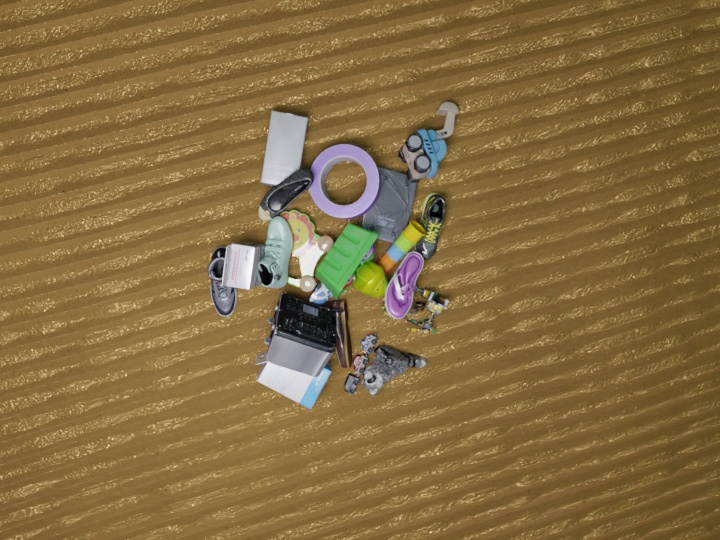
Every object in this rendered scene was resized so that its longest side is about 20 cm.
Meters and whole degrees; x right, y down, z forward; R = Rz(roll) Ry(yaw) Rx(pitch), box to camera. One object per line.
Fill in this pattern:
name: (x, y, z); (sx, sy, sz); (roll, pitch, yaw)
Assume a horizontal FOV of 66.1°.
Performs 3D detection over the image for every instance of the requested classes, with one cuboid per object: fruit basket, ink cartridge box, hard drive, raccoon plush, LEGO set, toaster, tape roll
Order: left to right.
ink cartridge box: (-0.311, -0.014, 1.505); (0.067, 0.200, 0.117); (8, 96, 3)
ink cartridge box: (-0.201, 0.281, 1.592); (0.199, 0.129, 0.126); (30, 91, -9)
toaster: (-0.154, 0.171, 1.506); (0.198, 0.182, 0.119); (20, 122, -15)
tape roll: (-0.042, -0.246, 1.554); (0.198, 0.085, 0.203); (0, 92, 6)
fruit basket: (0.000, 0.000, 1.535); (0.213, 0.156, 0.218); (1, 79, -6)
hard drive: (0.081, -0.188, 1.618); (0.133, 0.042, 0.202); (14, 95, -9)
raccoon plush: (0.097, 0.313, 1.647); (0.198, 0.097, 0.135); (19, 102, -19)
LEGO set: (0.162, 0.104, 1.623); (0.199, 0.116, 0.155); (34, 91, -9)

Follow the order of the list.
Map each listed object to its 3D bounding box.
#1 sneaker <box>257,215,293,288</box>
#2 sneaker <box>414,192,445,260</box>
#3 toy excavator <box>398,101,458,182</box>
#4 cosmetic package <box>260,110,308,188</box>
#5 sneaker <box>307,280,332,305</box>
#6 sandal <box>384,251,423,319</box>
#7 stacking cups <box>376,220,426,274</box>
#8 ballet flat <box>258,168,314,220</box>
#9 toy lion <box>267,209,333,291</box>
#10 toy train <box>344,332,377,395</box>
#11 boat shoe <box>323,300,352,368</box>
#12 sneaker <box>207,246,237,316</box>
sneaker: (-0.236, -0.050, 1.516); (0.073, 0.118, 0.203); (1, 93, 12)
sneaker: (0.203, -0.129, 1.619); (0.074, 0.085, 0.202); (7, 96, -7)
toy excavator: (0.209, -0.368, 1.582); (0.198, 0.100, 0.196); (-17, 81, -15)
cosmetic package: (-0.213, -0.332, 1.544); (0.106, 0.090, 0.202); (11, 92, -9)
sneaker: (-0.088, 0.052, 1.601); (0.077, 0.076, 0.201); (37, 87, -6)
sandal: (0.122, 0.035, 1.548); (0.082, 0.050, 0.204); (20, 73, -3)
stacking cups: (0.108, -0.051, 1.600); (0.060, 0.061, 0.200); (33, 116, -9)
ballet flat: (-0.207, -0.205, 1.499); (0.200, 0.057, 0.066); (-40, 114, 18)
toy lion: (-0.185, -0.064, 1.594); (0.190, 0.069, 0.202); (24, 93, -2)
toy train: (-0.001, 0.277, 1.667); (0.045, 0.034, 0.202); (24, 94, 2)
boat shoe: (-0.066, 0.188, 1.632); (0.069, 0.070, 0.202); (-7, 88, 8)
sneaker: (-0.390, 0.037, 1.548); (0.075, 0.114, 0.203); (-3, 97, -6)
